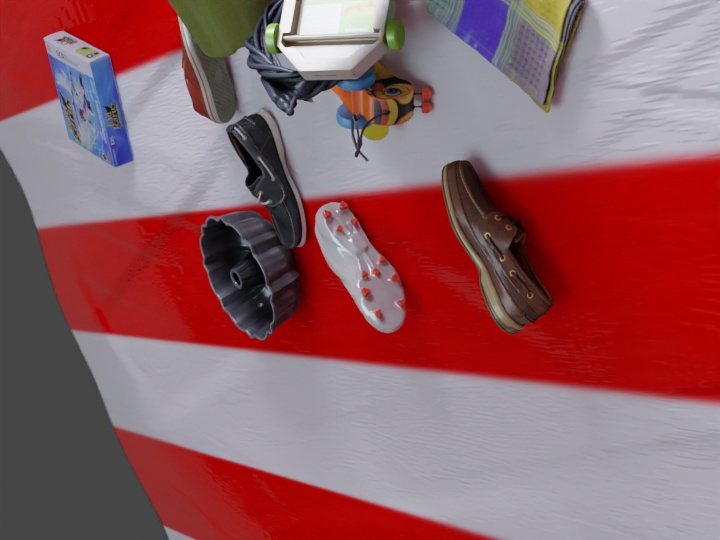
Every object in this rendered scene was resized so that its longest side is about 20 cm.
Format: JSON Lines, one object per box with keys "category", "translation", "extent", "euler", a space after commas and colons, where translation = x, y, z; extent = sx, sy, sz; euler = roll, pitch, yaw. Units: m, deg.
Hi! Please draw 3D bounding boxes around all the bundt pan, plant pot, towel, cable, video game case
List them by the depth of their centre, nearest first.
{"category": "towel", "translation": [0.139, -0.266, 1.225], "extent": [0.200, 0.023, 0.145], "euler": [47, 148, 27]}
{"category": "cable", "translation": [-0.061, -0.277, 1.416], "extent": [0.051, 0.163, 0.201], "euler": [32, -159, -38]}
{"category": "plant pot", "translation": [-0.176, -0.374, 1.512], "extent": [0.199, 0.199, 0.192], "euler": [19, 142, 51]}
{"category": "bundt pan", "translation": [-0.159, -0.002, 1.862], "extent": [0.201, 0.075, 0.204], "euler": [39, 144, 37]}
{"category": "video game case", "translation": [-0.481, -0.303, 2.177], "extent": [0.180, 0.045, 0.203], "euler": [31, 138, 46]}

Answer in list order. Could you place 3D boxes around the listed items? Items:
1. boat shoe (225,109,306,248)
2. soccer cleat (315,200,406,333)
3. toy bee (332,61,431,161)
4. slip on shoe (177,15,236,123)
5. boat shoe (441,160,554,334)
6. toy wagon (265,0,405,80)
{"category": "boat shoe", "translation": [-0.133, -0.120, 1.738], "extent": [0.071, 0.067, 0.203], "euler": [6, 120, 54]}
{"category": "soccer cleat", "translation": [0.000, 0.000, 1.625], "extent": [0.202, 0.068, 0.078], "euler": [60, 157, 20]}
{"category": "toy bee", "translation": [0.023, -0.194, 1.413], "extent": [0.132, 0.107, 0.202], "euler": [98, 161, -57]}
{"category": "slip on shoe", "translation": [-0.228, -0.301, 1.734], "extent": [0.060, 0.074, 0.202], "euler": [13, 131, 32]}
{"category": "boat shoe", "translation": [0.152, -0.034, 1.356], "extent": [0.067, 0.072, 0.203], "euler": [-28, 79, 28]}
{"category": "toy wagon", "translation": [-0.019, -0.305, 1.344], "extent": [0.153, 0.203, 0.040], "euler": [2, 162, 21]}
